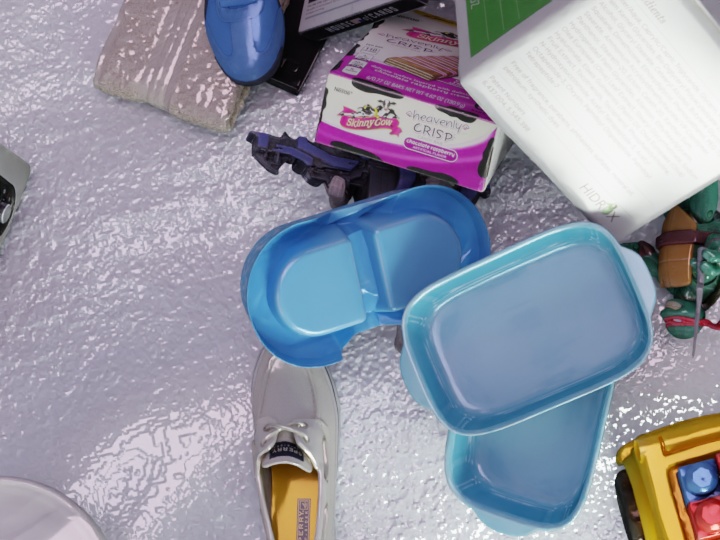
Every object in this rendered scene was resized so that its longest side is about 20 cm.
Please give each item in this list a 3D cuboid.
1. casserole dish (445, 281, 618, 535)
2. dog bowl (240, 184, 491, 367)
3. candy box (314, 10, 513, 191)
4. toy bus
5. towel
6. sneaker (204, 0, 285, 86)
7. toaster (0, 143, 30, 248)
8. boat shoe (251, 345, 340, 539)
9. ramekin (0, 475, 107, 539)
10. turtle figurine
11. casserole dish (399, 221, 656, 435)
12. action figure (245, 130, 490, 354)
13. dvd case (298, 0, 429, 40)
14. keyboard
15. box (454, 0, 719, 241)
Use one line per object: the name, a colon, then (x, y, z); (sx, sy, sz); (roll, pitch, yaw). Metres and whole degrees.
casserole dish: (0.135, 0.103, 1.534); (0.121, 0.039, 0.201); (16, 101, 23)
dog bowl: (0.000, 0.000, 1.513); (0.199, 0.050, 0.112); (-18, 106, -18)
candy box: (0.059, -0.138, 1.551); (0.136, 0.200, 0.061); (17, 115, 8)
toy bus: (0.271, 0.197, 1.460); (0.135, 0.192, 0.201); (-14, 78, 1)
towel: (-0.127, -0.221, 1.662); (0.132, 0.034, 0.201); (20, 81, 19)
sneaker: (-0.101, -0.249, 1.607); (0.066, 0.078, 0.201); (-5, 75, 9)
toaster: (-0.391, -0.046, 1.619); (0.199, 0.119, 0.181); (19, 80, 10)
boat shoe: (-0.054, 0.144, 1.566); (0.071, 0.070, 0.201); (-2, 78, 6)
ramekin: (-0.273, 0.264, 1.552); (0.202, 0.094, 0.203); (-1, 79, 6)
turtle figurine: (0.244, -0.022, 1.560); (0.149, 0.100, 0.201); (-9, 71, 46)
casserole dish: (0.125, 0.043, 1.478); (0.199, 0.039, 0.121); (-25, 83, 15)
action figure: (-0.010, -0.044, 1.589); (0.199, 0.105, 0.194); (18, 74, -12)
dvd case: (0.019, -0.292, 1.605); (0.025, 0.150, 0.201); (20, 72, -33)
keyboard: (-0.017, -0.237, 1.670); (0.127, 0.021, 0.201); (24, 83, 17)
box: (0.188, -0.176, 1.470); (0.171, 0.200, 0.199); (-32, 33, 23)
